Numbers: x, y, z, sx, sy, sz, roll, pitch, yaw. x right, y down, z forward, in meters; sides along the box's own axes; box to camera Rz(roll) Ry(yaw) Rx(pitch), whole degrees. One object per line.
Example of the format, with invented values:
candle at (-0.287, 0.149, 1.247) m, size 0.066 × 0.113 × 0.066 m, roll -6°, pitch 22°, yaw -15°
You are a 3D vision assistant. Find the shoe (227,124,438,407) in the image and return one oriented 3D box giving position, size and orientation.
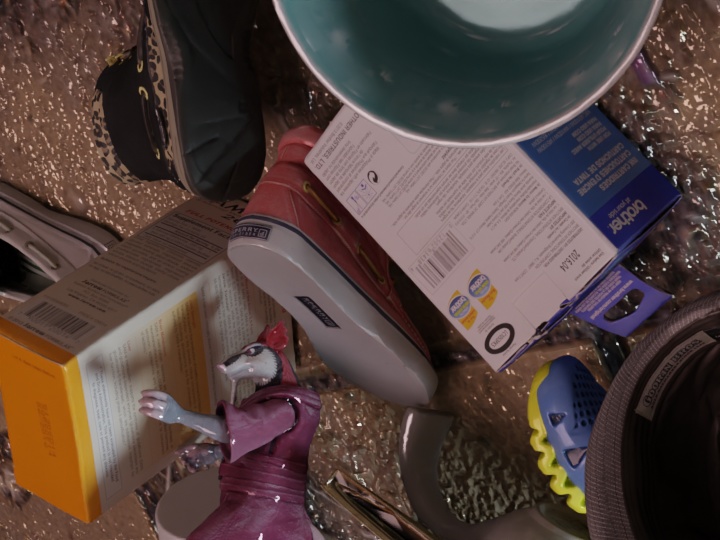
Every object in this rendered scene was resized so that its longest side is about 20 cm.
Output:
shoe at (0.000, 0.000, 1.144) m, size 0.071 × 0.091 × 0.200 m, roll 2°, pitch 149°, yaw 39°

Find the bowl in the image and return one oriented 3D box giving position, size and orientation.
bowl at (0.062, -0.168, 0.911) m, size 0.200 × 0.105 × 0.202 m, roll 5°, pitch 105°, yaw 19°

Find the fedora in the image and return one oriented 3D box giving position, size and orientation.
fedora at (0.209, 0.110, 0.961) m, size 0.177 × 0.090 × 0.201 m, roll -24°, pitch 57°, yaw 26°

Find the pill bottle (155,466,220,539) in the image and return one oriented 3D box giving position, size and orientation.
pill bottle at (-0.087, 0.249, 1.355) m, size 0.119 × 0.120 × 0.201 m, roll 14°, pitch 127°, yaw 36°

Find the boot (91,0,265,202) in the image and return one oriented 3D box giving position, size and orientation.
boot at (-0.121, -0.144, 1.145) m, size 0.154 × 0.073 × 0.204 m, roll 5°, pitch 101°, yaw 61°

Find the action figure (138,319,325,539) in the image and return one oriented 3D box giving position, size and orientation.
action figure at (-0.056, 0.130, 1.128) m, size 0.148 × 0.134 × 0.201 m, roll 10°, pitch 88°, yaw 11°

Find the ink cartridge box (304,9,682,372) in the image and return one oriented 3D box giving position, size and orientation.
ink cartridge box at (0.080, -0.038, 1.033) m, size 0.200 × 0.076 × 0.136 m, roll 49°, pitch 140°, yaw 7°

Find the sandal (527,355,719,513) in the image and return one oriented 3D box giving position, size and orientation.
sandal at (0.172, 0.122, 1.057) m, size 0.087 × 0.080 × 0.200 m, roll -31°, pitch 108°, yaw 34°

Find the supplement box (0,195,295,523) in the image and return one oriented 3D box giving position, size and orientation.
supplement box at (-0.135, 0.050, 1.199) m, size 0.073 × 0.200 × 0.126 m, roll 22°, pitch 130°, yaw 33°

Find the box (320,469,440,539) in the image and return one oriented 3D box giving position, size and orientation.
box at (0.065, 0.192, 1.158) m, size 0.163 × 0.021 × 0.200 m, roll 35°, pitch 176°, yaw 21°

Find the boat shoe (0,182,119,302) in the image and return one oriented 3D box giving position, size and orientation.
boat shoe at (-0.261, -0.017, 1.372) m, size 0.200 × 0.067 × 0.074 m, roll 11°, pitch 124°, yaw 38°

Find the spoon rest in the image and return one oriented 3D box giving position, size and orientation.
spoon rest at (0.089, 0.154, 1.126) m, size 0.200 × 0.099 × 0.061 m, roll 37°, pitch 109°, yaw 47°
